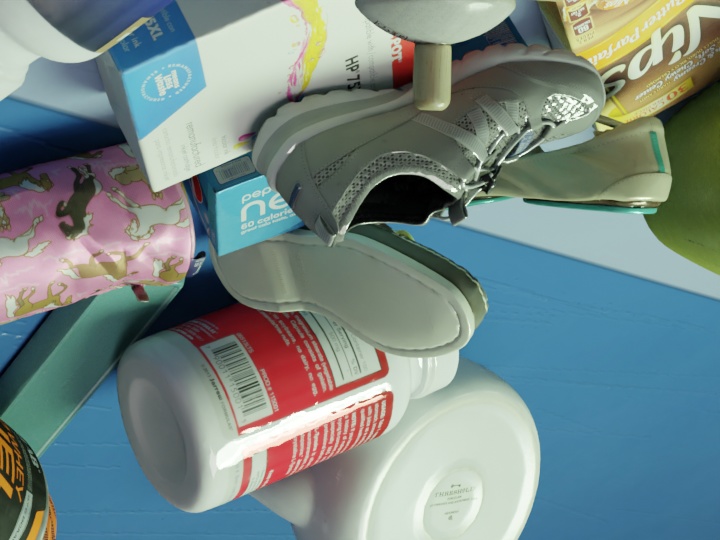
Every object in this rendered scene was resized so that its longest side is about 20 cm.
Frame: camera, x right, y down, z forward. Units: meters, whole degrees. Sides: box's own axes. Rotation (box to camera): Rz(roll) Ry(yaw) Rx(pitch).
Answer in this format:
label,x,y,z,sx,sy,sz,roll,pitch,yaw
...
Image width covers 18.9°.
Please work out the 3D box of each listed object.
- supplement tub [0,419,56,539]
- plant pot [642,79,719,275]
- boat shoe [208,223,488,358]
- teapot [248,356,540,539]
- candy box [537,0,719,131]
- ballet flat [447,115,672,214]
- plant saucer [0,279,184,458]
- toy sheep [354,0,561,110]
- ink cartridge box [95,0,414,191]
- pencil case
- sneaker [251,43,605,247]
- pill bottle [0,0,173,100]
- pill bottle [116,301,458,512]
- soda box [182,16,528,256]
label,x,y,z,sx,sy,sz,roll,pitch,yaw
supplement tub,-0.258,0.124,1.255,0.122,0.123,0.200,-29,151,2
plant pot,0.267,-0.059,1.348,0.187,0.188,0.200,-10,-177,-30
boat shoe,-0.001,-0.003,1.231,0.060,0.201,0.072,-32,122,-36
teapot,0.021,0.134,1.512,0.197,0.146,0.200,-49,133,-13
candy box,0.161,-0.161,1.226,0.115,0.055,0.200,-29,152,1
ballet flat,0.093,-0.066,1.283,0.200,0.070,0.069,1,169,34
plant saucer,-0.181,0.059,1.333,0.070,0.019,0.200,3,140,-44
toy sheep,0.041,-0.173,0.980,0.137,0.201,0.138,1,177,0
ink cartridge box,-0.034,-0.131,1.092,0.200,0.067,0.116,-24,153,-9
pencil case,-0.187,-0.007,1.150,0.200,0.087,0.083,-16,180,-21
sneaker,0.045,-0.057,1.129,0.200,0.082,0.075,-18,153,-22
pill bottle,-0.114,-0.161,0.921,0.200,0.116,0.116,-34,151,13
pill bottle,-0.042,0.067,1.356,0.200,0.112,0.112,-20,152,-29
soda box,0.000,-0.081,1.209,0.200,0.064,0.068,-20,151,-14
